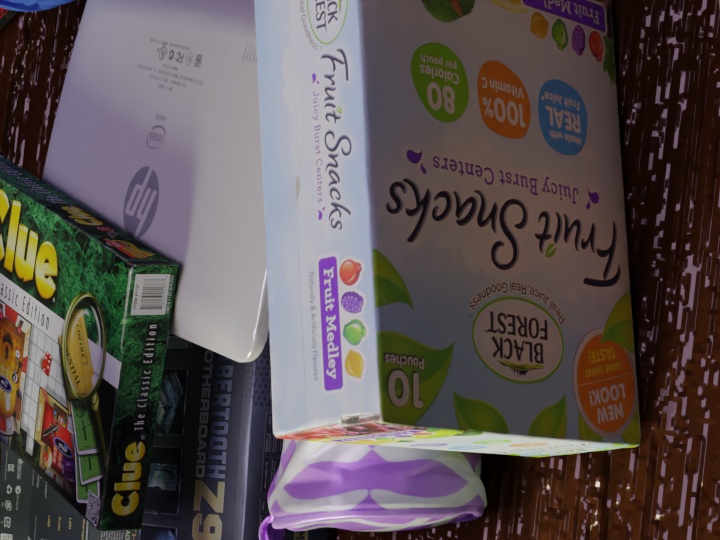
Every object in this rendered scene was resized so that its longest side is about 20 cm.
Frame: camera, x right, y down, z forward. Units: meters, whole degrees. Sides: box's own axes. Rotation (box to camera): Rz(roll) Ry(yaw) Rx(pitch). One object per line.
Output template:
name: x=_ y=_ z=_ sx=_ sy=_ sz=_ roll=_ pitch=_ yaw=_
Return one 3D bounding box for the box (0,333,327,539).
box: x=-0.081 y=0.070 z=0.897 sx=0.158 sy=0.051 sz=0.200 roll=-2 pitch=83 yaw=45

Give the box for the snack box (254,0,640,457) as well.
snack box: x=0.031 y=-0.041 z=0.741 sx=0.053 sy=0.142 sz=0.200 roll=-12 pitch=76 yaw=41

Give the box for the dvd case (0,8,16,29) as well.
dvd case: x=-0.203 y=-0.171 z=1.065 sx=0.200 sy=0.022 sz=0.146 roll=-42 pitch=58 yaw=33

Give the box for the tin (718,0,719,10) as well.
tin: x=0.136 y=-0.026 z=0.661 sx=0.042 sy=0.112 sz=0.200 roll=-9 pitch=78 yaw=18

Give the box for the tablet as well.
tablet: x=-0.074 y=-0.045 z=0.835 sx=0.200 sy=0.014 sz=0.130 roll=17 pitch=95 yaw=58

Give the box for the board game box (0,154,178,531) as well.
board game box: x=-0.131 y=0.020 z=0.880 sx=0.200 sy=0.023 sz=0.105 roll=28 pitch=111 yaw=55

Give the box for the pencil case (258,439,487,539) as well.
pencil case: x=0.000 y=0.000 z=0.804 sx=0.085 sy=0.084 sz=0.200 roll=-5 pitch=78 yaw=8

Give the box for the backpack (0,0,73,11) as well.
backpack: x=-0.148 y=-0.210 z=0.895 sx=0.168 sy=0.162 sz=0.200 roll=26 pitch=88 yaw=44
